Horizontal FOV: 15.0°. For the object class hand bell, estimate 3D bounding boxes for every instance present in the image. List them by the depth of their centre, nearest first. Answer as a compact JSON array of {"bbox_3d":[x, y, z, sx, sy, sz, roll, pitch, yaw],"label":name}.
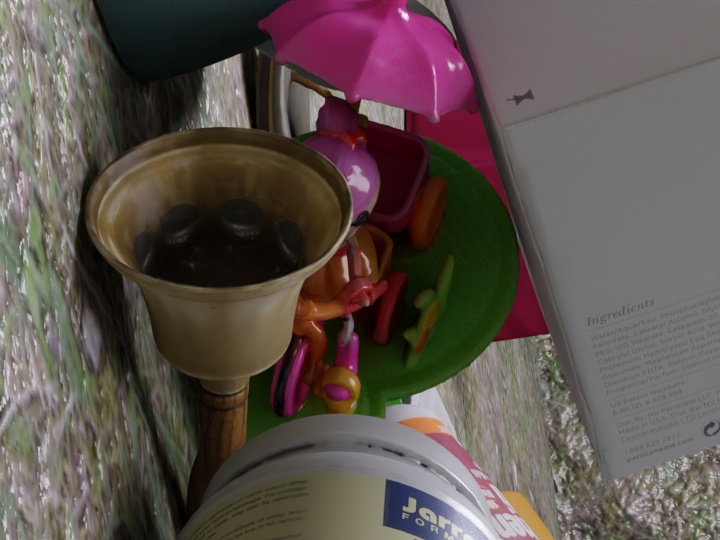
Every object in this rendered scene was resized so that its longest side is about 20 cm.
[{"bbox_3d":[-0.054,0.053,1.107,0.104,0.103,0.201,-89,179,-52],"label":"hand bell"}]

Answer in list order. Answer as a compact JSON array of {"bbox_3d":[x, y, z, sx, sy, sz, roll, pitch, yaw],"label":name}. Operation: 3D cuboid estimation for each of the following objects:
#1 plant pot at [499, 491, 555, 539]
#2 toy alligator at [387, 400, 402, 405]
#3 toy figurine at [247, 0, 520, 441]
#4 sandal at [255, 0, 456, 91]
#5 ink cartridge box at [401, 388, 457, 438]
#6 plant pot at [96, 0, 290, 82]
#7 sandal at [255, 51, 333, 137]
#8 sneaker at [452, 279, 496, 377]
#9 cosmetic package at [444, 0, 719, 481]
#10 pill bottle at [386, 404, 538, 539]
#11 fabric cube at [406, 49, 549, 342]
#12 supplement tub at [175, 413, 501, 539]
[{"bbox_3d":[0.063,0.222,1.409,0.200,0.199,0.184,56,11,-73],"label":"plant pot"},{"bbox_3d":[-0.011,0.049,1.445,0.059,0.054,0.201,157,-81,-75],"label":"toy alligator"},{"bbox_3d":[-0.011,-0.032,1.168,0.184,0.149,0.201,88,23,-58],"label":"toy figurine"},{"bbox_3d":[-0.009,-0.123,1.295,0.082,0.050,0.202,45,-14,-31],"label":"sandal"},{"bbox_3d":[0.020,0.130,1.568,0.200,0.050,0.110,66,31,-66],"label":"ink cartridge box"},{"bbox_3d":[-0.045,-0.191,1.184,0.200,0.134,0.201,-8,90,-82],"label":"plant pot"},{"bbox_3d":[-0.021,-0.048,1.507,0.082,0.054,0.201,26,57,-80],"label":"sandal"},{"bbox_3d":[0.000,0.000,1.325,0.072,0.072,0.200,36,-5,-34],"label":"sneaker"},{"bbox_3d":[0.122,-0.055,1.233,0.200,0.122,0.201,-105,175,-54],"label":"cosmetic package"},{"bbox_3d":[0.048,0.168,1.278,0.200,0.109,0.110,50,-8,26],"label":"pill bottle"},{"bbox_3d":[0.151,-0.078,2.316,0.197,0.198,0.201,-88,167,-52],"label":"fabric cube"},{"bbox_3d":[-0.010,0.159,1.015,0.200,0.144,0.146,-86,165,-59],"label":"supplement tub"}]
